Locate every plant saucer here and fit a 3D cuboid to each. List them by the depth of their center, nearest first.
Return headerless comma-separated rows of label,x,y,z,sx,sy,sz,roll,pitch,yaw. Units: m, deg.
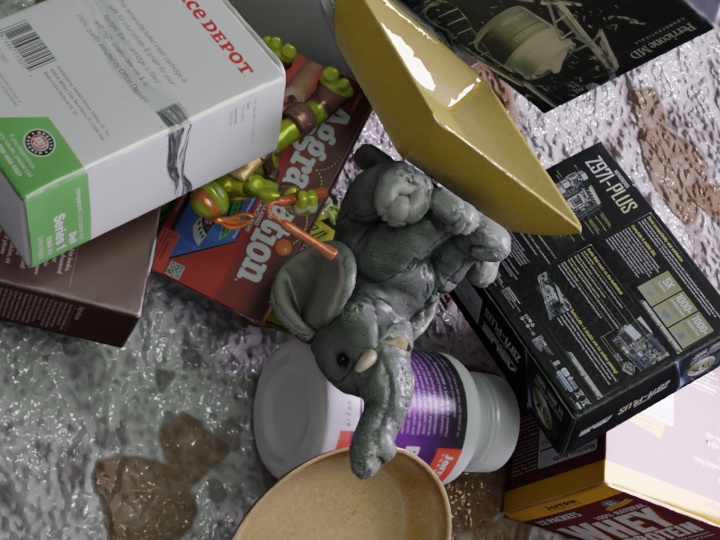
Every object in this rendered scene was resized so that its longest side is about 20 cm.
plant saucer,-0.024,0.213,1.126,0.200,0.035,0.201,-13,118,-27
plant saucer,0.062,-0.117,1.142,0.200,0.048,0.200,31,24,-44

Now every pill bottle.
pill bottle,0.025,0.117,1.203,0.200,0.111,0.112,7,68,-33

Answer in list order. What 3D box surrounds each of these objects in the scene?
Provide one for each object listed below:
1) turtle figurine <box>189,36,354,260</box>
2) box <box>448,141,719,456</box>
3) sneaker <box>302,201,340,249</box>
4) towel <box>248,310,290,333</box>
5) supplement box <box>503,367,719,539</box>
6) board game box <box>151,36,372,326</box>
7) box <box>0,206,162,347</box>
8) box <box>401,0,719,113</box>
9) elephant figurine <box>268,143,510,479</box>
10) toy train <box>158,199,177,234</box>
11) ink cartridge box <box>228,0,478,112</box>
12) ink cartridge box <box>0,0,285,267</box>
turtle figurine,-0.073,-0.086,1.101,0.200,0.064,0.161,26,62,19
box,0.180,0.021,1.231,0.164,0.086,0.200,-28,66,-14
sneaker,-0.027,-0.021,1.188,0.200,0.077,0.075,1,31,-7
towel,0.000,0.000,1.255,0.200,0.086,0.018,-36,127,-39
supplement box,0.249,0.137,1.342,0.197,0.133,0.200,22,60,-27
board game box,-0.075,-0.069,1.155,0.103,0.019,0.200,26,83,4
box,-0.248,-0.023,1.061,0.200,0.075,0.100,14,63,-13
box,0.156,-0.255,1.199,0.196,0.200,0.124,33,59,-23
elephant figurine,0.006,0.024,1.094,0.141,0.155,0.200,33,93,-1
toy train,-0.149,-0.052,1.191,0.200,0.042,0.056,-47,120,-34
ink cartridge box,-0.002,-0.216,1.292,0.200,0.147,0.145,-20,87,-40
ink cartridge box,-0.170,-0.114,1.017,0.200,0.084,0.146,-27,63,-24
